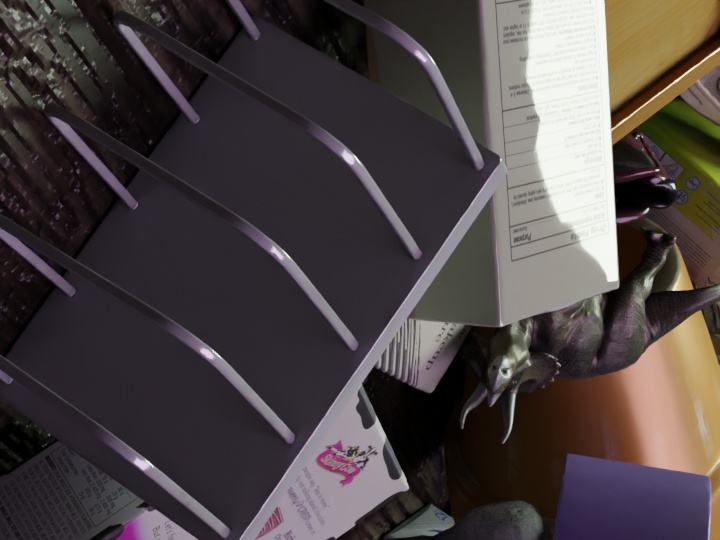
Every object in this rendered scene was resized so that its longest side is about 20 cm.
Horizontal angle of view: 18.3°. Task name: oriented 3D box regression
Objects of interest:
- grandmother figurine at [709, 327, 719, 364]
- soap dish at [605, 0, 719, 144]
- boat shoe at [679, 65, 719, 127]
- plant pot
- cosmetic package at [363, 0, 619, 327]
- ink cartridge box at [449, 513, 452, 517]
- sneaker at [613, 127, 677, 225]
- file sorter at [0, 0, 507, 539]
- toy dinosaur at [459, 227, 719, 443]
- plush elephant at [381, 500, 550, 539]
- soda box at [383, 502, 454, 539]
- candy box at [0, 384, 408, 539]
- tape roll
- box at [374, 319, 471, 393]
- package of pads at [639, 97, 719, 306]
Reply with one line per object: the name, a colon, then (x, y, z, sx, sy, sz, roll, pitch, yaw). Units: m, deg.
grandmother figurine: (0.219, 0.124, 1.554, 0.201, 0.060, 0.121, -54, 164, -14)
soap dish: (0.135, -0.153, 1.174, 0.200, 0.081, 0.158, -36, 137, -40)
boat shoe: (0.267, -0.104, 1.387, 0.200, 0.065, 0.073, 33, 59, -38)
plant pot: (0.144, 0.070, 1.393, 0.200, 0.199, 0.184, -42, 138, -34)
cosmetic package: (0.060, -0.082, 1.032, 0.105, 0.071, 0.202, -13, 103, -49)
ink cartridge box: (0.131, 0.170, 1.606, 0.201, 0.084, 0.144, -63, 158, 9)
sneaker: (0.145, -0.080, 1.273, 0.200, 0.115, 0.076, -40, 152, -37)
file sorter: (-0.063, -0.015, 0.896, 0.201, 0.138, 0.125, -55, 155, -8)
toy dinosaur: (0.123, 0.023, 1.254, 0.199, 0.077, 0.103, -6, 117, -43)
plush elephant: (0.018, 0.231, 1.239, 0.163, 0.156, 0.200, -5, 160, -9)
soda box: (0.030, 0.265, 1.537, 0.063, 0.068, 0.201, -26, 142, -52)
candy box: (-0.084, 0.108, 1.022, 0.199, 0.061, 0.137, -33, 150, -7)
tape roll: (0.141, 0.208, 1.251, 0.200, 0.084, 0.202, 9, 90, -84)
box: (0.000, 0.000, 1.135, 0.083, 0.068, 0.200, -60, 157, 1)
package of pads: (0.243, -0.044, 1.467, 0.068, 0.154, 0.200, -55, 160, 23)
